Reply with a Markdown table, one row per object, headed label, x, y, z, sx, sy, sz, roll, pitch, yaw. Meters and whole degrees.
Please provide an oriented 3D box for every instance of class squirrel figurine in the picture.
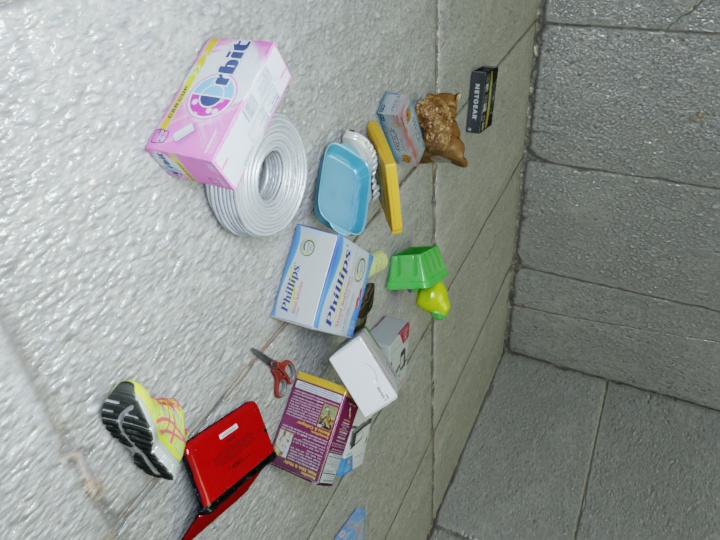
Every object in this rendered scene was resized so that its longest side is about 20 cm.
| label | x | y | z | sx | sy | sz | roll | pitch | yaw |
| --- | --- | --- | --- | --- | --- | --- | --- | --- | --- |
| squirrel figurine | 0.220 | -0.398 | 1.606 | 0.200 | 0.138 | 0.192 | 24 | 75 | -69 |

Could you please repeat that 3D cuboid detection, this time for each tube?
| label | x | y | z | sx | sy | sz | roll | pitch | yaw |
| --- | --- | --- | --- | --- | --- | --- | --- | --- | --- |
| tube | 0.000 | 0.000 | 1.418 | 0.199 | 0.051 | 0.059 | -25 | 85 | -56 |

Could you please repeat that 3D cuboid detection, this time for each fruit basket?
| label | x | y | z | sx | sy | sz | roll | pitch | yaw |
| --- | --- | --- | --- | --- | --- | --- | --- | --- | --- |
| fruit basket | 0.176 | 0.042 | 1.703 | 0.214 | 0.152 | 0.222 | 9 | 80 | -63 |

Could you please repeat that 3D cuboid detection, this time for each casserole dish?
| label | x | y | z | sx | sy | sz | roll | pitch | yaw |
| --- | --- | --- | --- | --- | --- | --- | --- | --- | --- |
| casserole dish | -0.039 | -0.155 | 1.168 | 0.120 | 0.038 | 0.204 | 25 | 59 | -33 |

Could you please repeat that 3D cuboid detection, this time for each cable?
| label | x | y | z | sx | sy | sz | roll | pitch | yaw |
| --- | --- | --- | --- | --- | --- | --- | --- | --- | --- |
| cable | -0.159 | -0.150 | 0.941 | 0.201 | 0.068 | 0.203 | -55 | 149 | -40 |

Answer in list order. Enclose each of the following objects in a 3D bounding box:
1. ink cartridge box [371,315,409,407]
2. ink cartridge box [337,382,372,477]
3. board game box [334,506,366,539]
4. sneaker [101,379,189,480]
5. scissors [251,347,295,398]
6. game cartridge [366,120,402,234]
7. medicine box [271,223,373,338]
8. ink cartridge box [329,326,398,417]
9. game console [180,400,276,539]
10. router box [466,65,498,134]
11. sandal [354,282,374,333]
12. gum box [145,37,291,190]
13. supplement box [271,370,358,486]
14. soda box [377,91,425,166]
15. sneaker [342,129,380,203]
| label | x | y | z | sx | sy | sz | roll | pitch | yaw |
| --- | --- | --- | --- | --- | --- | --- | --- | --- | --- |
| ink cartridge box | 0.071 | 0.254 | 1.668 | 0.145 | 0.082 | 0.204 | -41 | 138 | -54 |
| ink cartridge box | -0.034 | 0.391 | 1.498 | 0.144 | 0.082 | 0.205 | 8 | 95 | -67 |
| board game box | -0.035 | 0.847 | 1.798 | 0.151 | 0.036 | 0.205 | -30 | 130 | -60 |
| sneaker | -0.293 | 0.207 | 0.836 | 0.203 | 0.076 | 0.091 | 87 | 20 | -45 |
| scissors | -0.169 | 0.180 | 1.170 | 0.074 | 0.014 | 0.202 | -59 | 150 | -32 |
| game cartridge | 0.053 | -0.203 | 1.307 | 0.202 | 0.032 | 0.179 | -103 | -177 | -51 |
| medicine box | -0.071 | 0.028 | 1.199 | 0.200 | 0.101 | 0.186 | 27 | 77 | -67 |
| ink cartridge box | 0.012 | 0.212 | 1.286 | 0.083 | 0.146 | 0.200 | -33 | 179 | 4 |
| game console | -0.254 | 0.356 | 1.060 | 0.199 | 0.117 | 0.176 | -24 | 93 | -62 |
| router box | 0.421 | -0.591 | 2.058 | 0.157 | 0.051 | 0.204 | -40 | 138 | -54 |
| sandal | -0.005 | 0.086 | 1.452 | 0.201 | 0.053 | 0.083 | -65 | 164 | -60 |
| gum box | -0.183 | -0.218 | 0.795 | 0.203 | 0.111 | 0.066 | -68 | 155 | -19 |
| supplement box | -0.095 | 0.337 | 1.273 | 0.204 | 0.128 | 0.103 | -70 | 156 | -13 |
| soda box | 0.102 | -0.338 | 1.441 | 0.065 | 0.067 | 0.201 | -68 | 156 | -20 |
| sneaker | -0.007 | -0.205 | 1.268 | 0.081 | 0.074 | 0.202 | -50 | 146 | -29 |
